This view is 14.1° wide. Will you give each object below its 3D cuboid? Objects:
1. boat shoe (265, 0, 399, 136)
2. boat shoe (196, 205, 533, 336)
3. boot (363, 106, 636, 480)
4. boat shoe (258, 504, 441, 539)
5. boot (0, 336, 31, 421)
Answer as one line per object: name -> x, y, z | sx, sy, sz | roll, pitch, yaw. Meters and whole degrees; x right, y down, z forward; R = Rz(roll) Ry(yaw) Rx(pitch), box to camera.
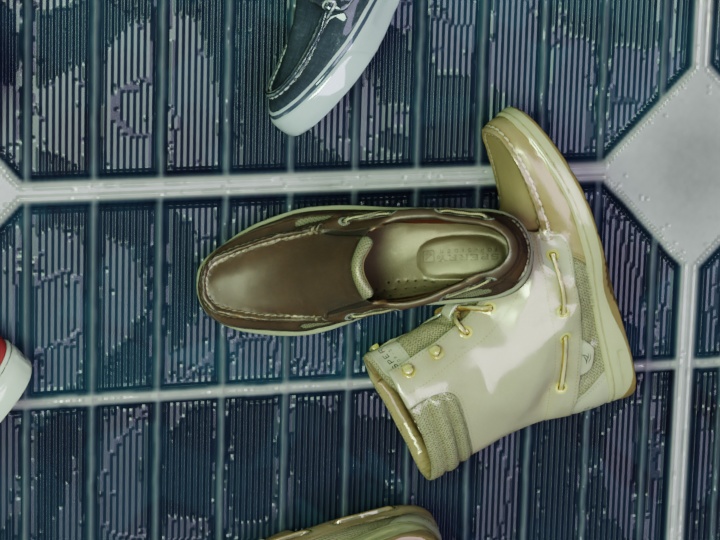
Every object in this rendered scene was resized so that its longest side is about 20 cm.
boat shoe -> -0.020, -0.183, 1.701 | 0.091, 0.071, 0.201 | 33, 84, -22
boat shoe -> -0.001, -0.006, 1.710 | 0.202, 0.075, 0.075 | -10, 87, 6
boot -> 0.071, 0.015, 1.777 | 0.155, 0.073, 0.201 | -24, 112, -12
boat shoe -> -0.044, 0.196, 1.783 | 0.199, 0.065, 0.071 | -16, 115, 1
boot -> -0.301, 0.090, 1.664 | 0.144, 0.072, 0.200 | 39, 80, -23
